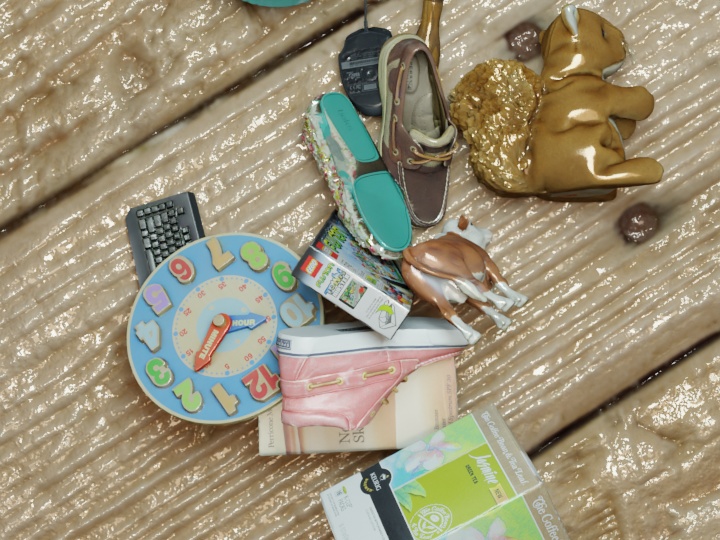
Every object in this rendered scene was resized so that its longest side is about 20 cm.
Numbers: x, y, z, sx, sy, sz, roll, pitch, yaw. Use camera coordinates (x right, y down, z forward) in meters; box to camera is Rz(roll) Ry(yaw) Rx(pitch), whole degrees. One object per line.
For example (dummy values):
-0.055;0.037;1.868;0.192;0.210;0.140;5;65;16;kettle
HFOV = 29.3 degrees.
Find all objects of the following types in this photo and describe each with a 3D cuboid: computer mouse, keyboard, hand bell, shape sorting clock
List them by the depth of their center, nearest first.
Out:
-0.133;0.053;1.339;0.200;0.039;0.200;-3;69;8;shape sorting clock
0.073;-0.270;1.390;0.104;0.104;0.200;9;105;-2;hand bell
-0.159;0.017;1.391;0.127;0.021;0.200;-15;81;2;keyboard
0.006;-0.255;1.407;0.059;0.034;0.200;-5;86;10;computer mouse

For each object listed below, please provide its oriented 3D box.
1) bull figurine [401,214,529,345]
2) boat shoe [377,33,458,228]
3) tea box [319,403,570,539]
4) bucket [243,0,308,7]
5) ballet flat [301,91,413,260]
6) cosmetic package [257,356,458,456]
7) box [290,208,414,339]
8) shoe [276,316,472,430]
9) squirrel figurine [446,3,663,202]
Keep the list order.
0.101;0.005;1.336;0.121;0.200;0.065;43;111;12;bull figurine
0.060;-0.132;1.366;0.072;0.072;0.200;-9;110;-17;boat shoe
0.099;0.273;1.333;0.197;0.134;0.200;-29;125;-1;tea box
-0.076;-0.360;1.314;0.207;0.135;0.207;3;77;-14;bucket
-0.005;-0.086;1.367;0.076;0.064;0.200;-5;62;-33;ballet flat
-0.005;0.128;1.386;0.200;0.087;0.104;-4;92;-1;cosmetic package
0.000;0.000;1.325;0.110;0.200;0.035;34;103;-3;box
0.014;0.097;1.304;0.200;0.071;0.091;-4;99;-26;shoe
0.189;-0.167;1.361;0.200;0.142;0.187;-2;86;-4;squirrel figurine
